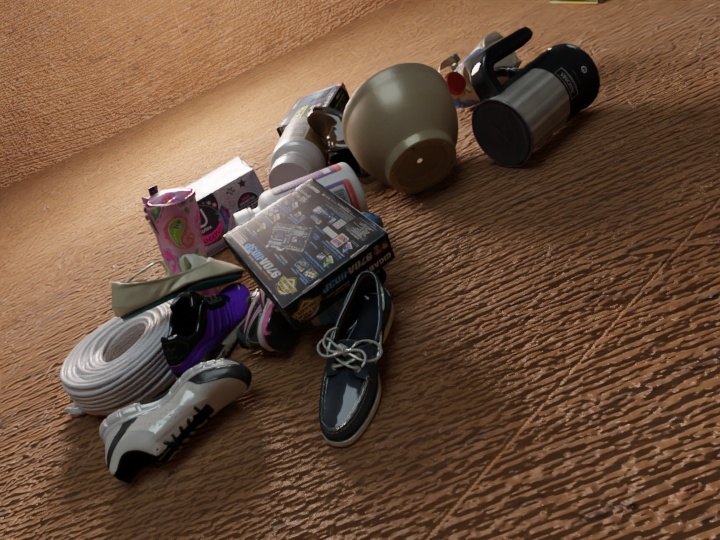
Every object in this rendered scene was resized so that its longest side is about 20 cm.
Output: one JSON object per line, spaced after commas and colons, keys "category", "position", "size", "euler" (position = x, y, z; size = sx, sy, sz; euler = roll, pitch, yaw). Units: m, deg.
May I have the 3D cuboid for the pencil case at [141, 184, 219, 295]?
{"category": "pencil case", "position": [-0.285, -0.033, 0.872], "size": [0.086, 0.203, 0.088], "euler": [-5, 27, 3]}

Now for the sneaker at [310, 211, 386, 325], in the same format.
{"category": "sneaker", "position": [0.000, 0.000, 0.756], "size": [0.089, 0.079, 0.201], "euler": [6, 49, 21]}

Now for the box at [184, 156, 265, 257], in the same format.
{"category": "box", "position": [-0.287, -0.121, 1.086], "size": [0.199, 0.116, 0.132], "euler": [-33, 31, -11]}

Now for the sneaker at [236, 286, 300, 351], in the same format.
{"category": "sneaker", "position": [-0.120, 0.032, 0.775], "size": [0.085, 0.081, 0.201], "euler": [-13, 31, 28]}

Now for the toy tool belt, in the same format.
{"category": "toy tool belt", "position": [0.227, -0.390, 1.127], "size": [0.199, 0.126, 0.123], "euler": [-35, 1, -20]}

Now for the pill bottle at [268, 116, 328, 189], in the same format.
{"category": "pill bottle", "position": [-0.123, -0.225, 1.118], "size": [0.113, 0.115, 0.201], "euler": [-15, 33, 17]}

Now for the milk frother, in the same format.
{"category": "milk frother", "position": [0.255, -0.274, 0.921], "size": [0.188, 0.181, 0.200], "euler": [-39, -10, -21]}

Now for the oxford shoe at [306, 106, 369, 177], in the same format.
{"category": "oxford shoe", "position": [-0.044, -0.252, 1.062], "size": [0.084, 0.073, 0.200], "euler": [-38, 64, -26]}

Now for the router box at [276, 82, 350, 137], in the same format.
{"category": "router box", "position": [-0.119, -0.412, 1.440], "size": [0.148, 0.063, 0.201], "euler": [-13, 34, 24]}

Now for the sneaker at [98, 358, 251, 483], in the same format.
{"category": "sneaker", "position": [-0.213, 0.179, 0.649], "size": [0.198, 0.074, 0.080], "euler": [-31, 45, 1]}

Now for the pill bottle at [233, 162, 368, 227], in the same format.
{"category": "pill bottle", "position": [-0.096, -0.087, 0.874], "size": [0.198, 0.113, 0.111], "euler": [-23, 30, -12]}

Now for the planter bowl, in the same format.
{"category": "planter bowl", "position": [0.080, -0.215, 0.908], "size": [0.198, 0.201, 0.136], "euler": [-24, 58, 4]}

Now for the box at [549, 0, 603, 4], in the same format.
{"category": "box", "position": [0.609, -0.749, 1.415], "size": [0.158, 0.050, 0.200], "euler": [-32, 32, -3]}

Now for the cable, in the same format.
{"category": "cable", "position": [-0.338, 0.122, 0.809], "size": [0.197, 0.070, 0.201], "euler": [-5, 37, 32]}

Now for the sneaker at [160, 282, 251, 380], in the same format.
{"category": "sneaker", "position": [-0.217, 0.061, 0.775], "size": [0.069, 0.100, 0.201], "euler": [-12, 31, 21]}

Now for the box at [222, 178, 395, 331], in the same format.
{"category": "box", "position": [-0.074, -0.032, 0.722], "size": [0.158, 0.046, 0.200], "euler": [-36, 43, -14]}

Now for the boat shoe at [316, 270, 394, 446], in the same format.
{"category": "boat shoe", "position": [-0.006, 0.089, 0.604], "size": [0.074, 0.062, 0.202], "euler": [3, 51, 25]}

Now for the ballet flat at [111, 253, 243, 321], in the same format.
{"category": "ballet flat", "position": [-0.269, 0.010, 0.805], "size": [0.198, 0.071, 0.069], "euler": [-22, 25, -36]}
